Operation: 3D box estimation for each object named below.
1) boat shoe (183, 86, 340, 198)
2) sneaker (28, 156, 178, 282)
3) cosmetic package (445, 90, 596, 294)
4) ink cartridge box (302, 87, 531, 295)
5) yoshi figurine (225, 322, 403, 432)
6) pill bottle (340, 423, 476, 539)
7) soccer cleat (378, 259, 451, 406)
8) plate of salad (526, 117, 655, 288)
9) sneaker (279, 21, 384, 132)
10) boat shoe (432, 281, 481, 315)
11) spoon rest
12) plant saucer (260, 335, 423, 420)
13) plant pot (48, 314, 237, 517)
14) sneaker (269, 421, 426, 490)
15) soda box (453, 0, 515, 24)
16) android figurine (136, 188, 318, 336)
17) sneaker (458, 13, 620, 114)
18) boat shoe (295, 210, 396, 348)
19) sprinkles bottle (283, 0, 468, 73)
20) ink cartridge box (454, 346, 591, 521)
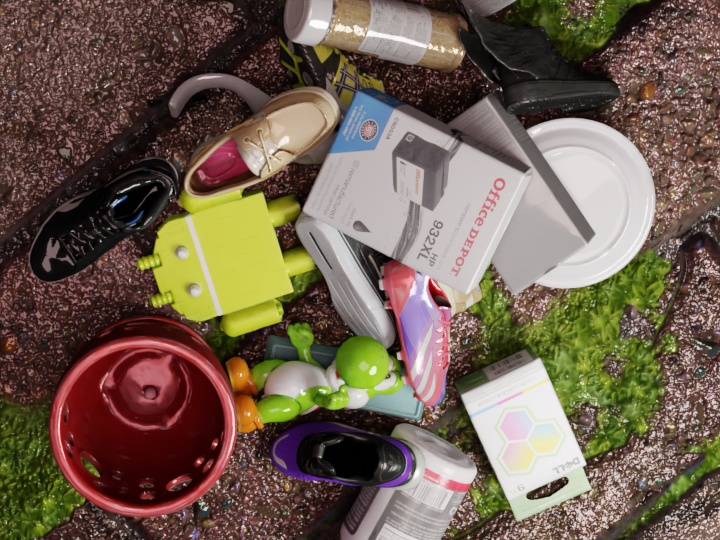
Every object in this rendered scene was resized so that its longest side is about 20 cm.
[{"bbox_3d":[-0.108,-0.127,1.595,0.199,0.069,0.074,-27,111,32],"label":"boat shoe"},{"bbox_3d":[-0.289,-0.053,1.646,0.200,0.112,0.073,-38,102,3],"label":"sneaker"},{"bbox_3d":[0.161,-0.086,1.658,0.107,0.090,0.201,-33,92,19],"label":"cosmetic package"},{"bbox_3d":[0.061,-0.085,1.589,0.199,0.084,0.146,27,101,7],"label":"ink cartridge box"},{"bbox_3d":[-0.049,0.117,1.695,0.198,0.112,0.113,-10,96,-6],"label":"yoshi figurine"},{"bbox_3d":[0.044,0.290,1.755,0.110,0.111,0.201,27,98,-11],"label":"pill bottle"},{"bbox_3d":[0.076,0.070,1.694,0.076,0.067,0.201,-10,120,13],"label":"soccer cleat"},{"bbox_3d":[0.238,-0.078,1.725,0.198,0.048,0.202,1,108,2],"label":"plate of salad"},{"bbox_3d":[-0.021,-0.202,1.670,0.076,0.075,0.201,-36,107,-18],"label":"sneaker"},{"bbox_3d":[0.093,-0.047,1.715,0.076,0.072,0.201,-20,114,-13],"label":"boat shoe"},{"bbox_3d":[-0.109,-0.170,1.657,0.199,0.099,0.061,19,75,2],"label":"spoon rest"},{"bbox_3d":[-0.017,0.128,1.762,0.199,0.019,0.070,11,101,-7],"label":"plant saucer"},{"bbox_3d":[-0.236,0.147,1.659,0.199,0.183,0.202,-1,103,-5],"label":"plant pot"},{"bbox_3d":[-0.033,0.205,1.696,0.199,0.099,0.070,1,82,33],"label":"sneaker"},{"bbox_3d":[0.189,-0.350,1.653,0.199,0.063,0.071,-30,104,2],"label":"soda box"},{"bbox_3d":[-0.153,-0.016,1.706,0.199,0.041,0.183,-16,104,-4],"label":"android figurine"},{"bbox_3d":[0.202,-0.230,1.663,0.199,0.060,0.105,-8,76,-36],"label":"sneaker"},{"bbox_3d":[0.000,0.000,1.706,0.071,0.072,0.201,-45,124,-29],"label":"boat shoe"},{"bbox_3d":[0.018,-0.263,1.621,0.199,0.068,0.069,8,102,-28],"label":"sprinkles bottle"},{"bbox_3d":[0.198,0.203,1.777,0.103,0.059,0.201,-24,104,0],"label":"ink cartridge box"}]
